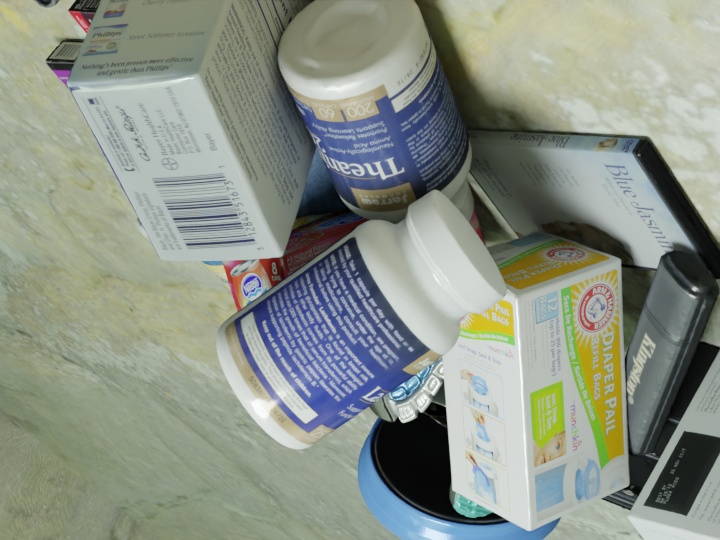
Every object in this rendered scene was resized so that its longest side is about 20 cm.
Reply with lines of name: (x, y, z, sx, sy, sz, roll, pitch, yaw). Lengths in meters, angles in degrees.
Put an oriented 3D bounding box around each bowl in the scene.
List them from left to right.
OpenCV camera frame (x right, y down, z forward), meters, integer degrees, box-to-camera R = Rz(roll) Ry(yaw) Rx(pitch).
bowl: (0.098, 0.184, 1.636, 0.200, 0.201, 0.040, 26, 132, 22)

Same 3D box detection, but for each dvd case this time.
dvd case: (0.173, -0.053, 1.345, 0.200, 0.018, 0.143, 8, 146, 49)

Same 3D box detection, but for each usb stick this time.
usb stick: (0.231, 0.067, 1.350, 0.055, 0.033, 0.200, 47, 145, 31)

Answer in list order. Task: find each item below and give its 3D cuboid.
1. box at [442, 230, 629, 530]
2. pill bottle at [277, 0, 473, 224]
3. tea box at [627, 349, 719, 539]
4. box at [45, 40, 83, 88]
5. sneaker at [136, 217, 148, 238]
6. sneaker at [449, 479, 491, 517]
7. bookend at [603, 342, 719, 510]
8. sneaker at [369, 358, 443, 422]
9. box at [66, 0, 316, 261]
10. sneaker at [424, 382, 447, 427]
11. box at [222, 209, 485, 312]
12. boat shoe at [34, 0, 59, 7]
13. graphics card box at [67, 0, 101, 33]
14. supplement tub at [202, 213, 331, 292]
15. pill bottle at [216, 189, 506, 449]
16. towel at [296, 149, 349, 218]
box: (0.137, 0.084, 1.377, 0.101, 0.112, 0.201, 22, 124, 51)
pill bottle: (0.020, -0.108, 1.312, 0.111, 0.111, 0.200, 19, 150, 36)
tea box: (0.338, 0.173, 1.327, 0.133, 0.200, 0.197, 9, 149, 47)
box: (-0.199, -0.141, 1.689, 0.143, 0.036, 0.200, 11, 147, 48)
sneaker: (-0.139, -0.021, 1.789, 0.199, 0.080, 0.130, -3, 130, 43)
sneaker: (0.130, 0.126, 1.571, 0.077, 0.201, 0.091, 29, 178, -31)
bookend: (0.257, 0.132, 1.509, 0.198, 0.092, 0.200, 19, 153, 37)
sneaker: (0.085, 0.051, 1.569, 0.200, 0.087, 0.075, -38, 99, 28)
box: (-0.109, -0.141, 1.279, 0.104, 0.201, 0.184, -2, 138, 20)
sneaker: (0.057, 0.078, 1.670, 0.199, 0.106, 0.075, 19, 154, 35)
box: (0.000, 0.000, 1.446, 0.100, 0.199, 0.096, -1, 109, 56)
boat shoe: (-0.269, -0.290, 1.431, 0.072, 0.068, 0.200, 29, 158, 13)
graphics card box: (-0.147, -0.191, 1.485, 0.199, 0.051, 0.126, 11, 147, 45)
supplement tub: (-0.051, -0.015, 1.582, 0.200, 0.145, 0.144, 47, 156, -28)
pill bottle: (0.002, 0.034, 1.287, 0.116, 0.200, 0.116, 50, -165, -19)
towel: (-0.074, -0.088, 1.437, 0.199, 0.049, 0.112, -13, 124, 8)
